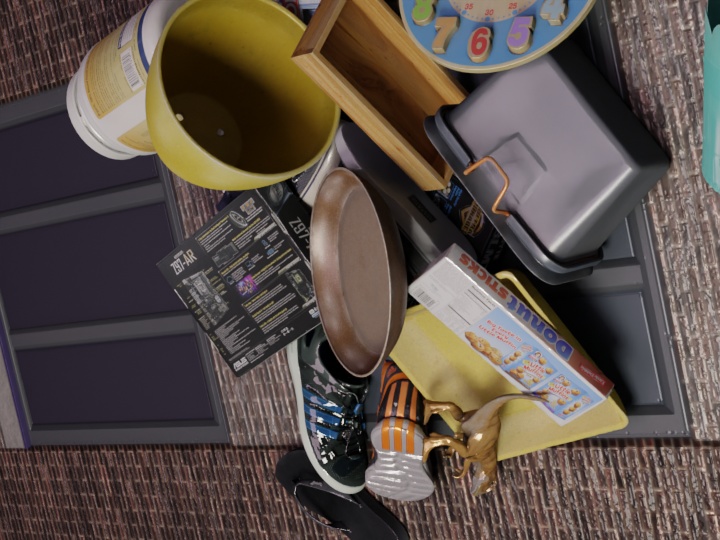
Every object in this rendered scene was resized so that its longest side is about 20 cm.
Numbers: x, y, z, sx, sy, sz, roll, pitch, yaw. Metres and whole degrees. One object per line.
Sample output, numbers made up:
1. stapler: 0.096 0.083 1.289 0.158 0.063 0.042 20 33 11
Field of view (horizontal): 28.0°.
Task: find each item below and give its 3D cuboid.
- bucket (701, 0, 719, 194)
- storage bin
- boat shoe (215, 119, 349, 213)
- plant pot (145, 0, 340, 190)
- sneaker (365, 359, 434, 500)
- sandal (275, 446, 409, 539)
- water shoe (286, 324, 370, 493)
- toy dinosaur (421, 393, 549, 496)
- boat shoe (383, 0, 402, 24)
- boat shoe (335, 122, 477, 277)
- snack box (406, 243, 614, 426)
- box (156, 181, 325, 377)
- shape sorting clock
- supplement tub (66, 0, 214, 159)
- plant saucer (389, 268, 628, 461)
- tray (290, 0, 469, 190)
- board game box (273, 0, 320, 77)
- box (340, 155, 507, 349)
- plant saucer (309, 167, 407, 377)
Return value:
1. bucket: 0.351 -0.129 1.078 0.206 0.206 0.136 22 125 37
2. storage bin: 0.171 -0.110 1.303 0.134 0.145 0.201 -47 70 30
3. boat shoe: -0.087 -0.105 1.550 0.092 0.075 0.200 26 136 -11
4. plant pot: -0.139 -0.161 1.466 0.142 0.199 0.202 -34 79 55
5. sneaker: 0.052 0.166 1.539 0.077 0.113 0.201 10 148 2
6. sandal: -0.028 0.268 1.661 0.199 0.043 0.077 31 122 33
7. water shoe: -0.026 0.150 1.602 0.079 0.071 0.202 -19 89 47
8. toy dinosaur: 0.115 0.152 1.416 0.201 0.105 0.061 96 176 -55
9. boat shoe: 0.050 -0.258 1.378 0.200 0.060 0.073 20 122 18
10. boat shoe: 0.034 -0.056 1.428 0.200 0.070 0.066 48 128 12
11. snack box: 0.137 0.061 1.326 0.200 0.024 0.072 41 139 -7
12. box: -0.114 0.008 1.566 0.200 0.043 0.161 -35 91 43
13. shape sorting clock: 0.125 -0.269 1.293 0.198 0.039 0.202 -12 59 21
14. supplement tub: -0.231 -0.217 1.637 0.199 0.144 0.146 -23 86 44
15. plant saucer: 0.139 0.086 1.404 0.199 0.049 0.200 -22 114 45
16. tray: 0.028 -0.175 1.359 0.037 0.099 0.200 -4 142 48
17. board game box: -0.054 -0.280 1.509 0.199 0.061 0.202 7 107 43
18. box: 0.052 -0.040 1.489 0.198 0.049 0.201 39 126 27
19. plant saucer: 0.000 0.000 1.389 0.200 0.032 0.202 172 90 -67
